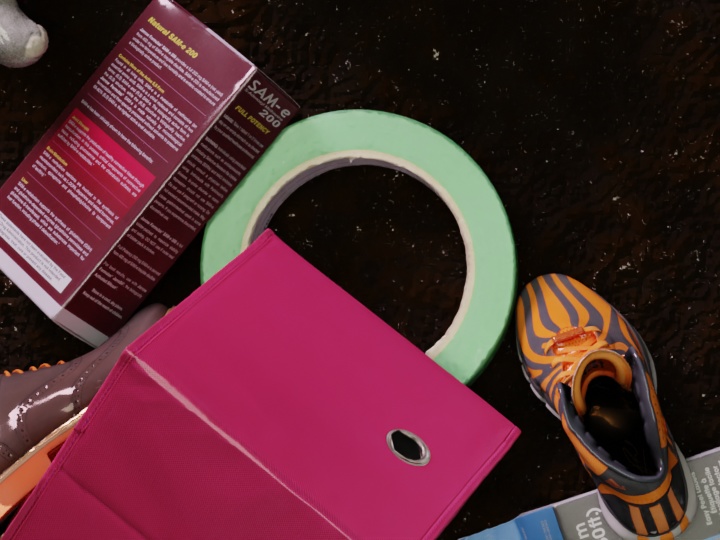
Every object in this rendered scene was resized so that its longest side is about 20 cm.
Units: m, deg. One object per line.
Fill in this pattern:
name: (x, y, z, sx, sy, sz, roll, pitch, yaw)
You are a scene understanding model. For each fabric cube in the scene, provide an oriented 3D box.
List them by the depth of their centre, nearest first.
fabric cube: (-0.060, 0.133, 1.498, 0.199, 0.196, 0.200, 39, 122, 6)

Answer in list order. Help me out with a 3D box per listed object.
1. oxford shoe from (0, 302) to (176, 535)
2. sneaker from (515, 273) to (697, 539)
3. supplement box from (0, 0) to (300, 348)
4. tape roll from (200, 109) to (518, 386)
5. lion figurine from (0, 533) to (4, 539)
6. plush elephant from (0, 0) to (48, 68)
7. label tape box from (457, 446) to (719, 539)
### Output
oxford shoe: (-0.185, 0.076, 1.538, 0.073, 0.071, 0.200, 42, 58, 6)
sneaker: (0.144, 0.061, 1.530, 0.077, 0.112, 0.200, -27, 54, -2)
supplement box: (-0.144, -0.063, 1.600, 0.200, 0.061, 0.109, -51, 53, 2)
tape roll: (0.000, 0.000, 1.610, 0.200, 0.048, 0.201, 0, 86, 6)
lion figurine: (-0.259, 0.135, 1.609, 0.072, 0.122, 0.200, -32, 69, 2)
plush elephant: (-0.232, -0.252, 1.608, 0.155, 0.165, 0.200, -33, 121, -32)
label tape box: (0.174, 0.201, 1.573, 0.200, 0.066, 0.144, -19, 85, 2)
